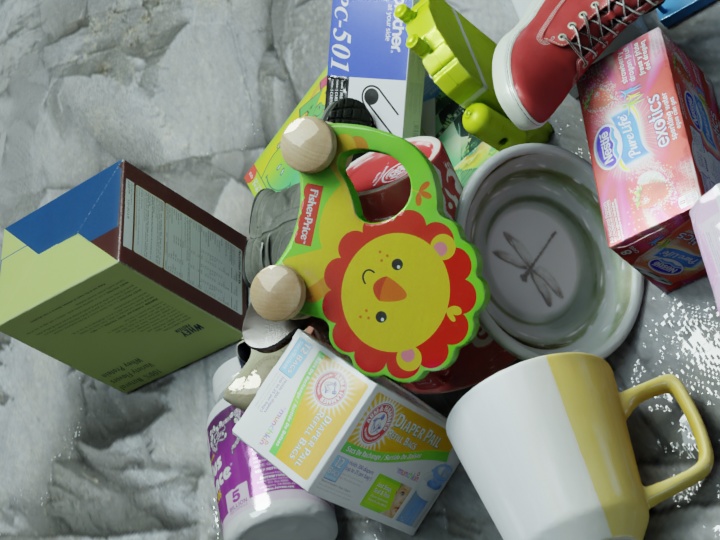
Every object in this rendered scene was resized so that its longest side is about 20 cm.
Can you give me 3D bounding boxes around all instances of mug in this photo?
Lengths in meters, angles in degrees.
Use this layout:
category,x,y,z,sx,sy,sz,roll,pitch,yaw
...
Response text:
category,x,y,z,sx,sy,sz,roll,pitch,yaw
mug,0.065,-0.002,1.353,0.133,0.201,0.178,-25,21,-4
mug,0.175,0.161,1.238,0.186,0.149,0.154,-39,52,28

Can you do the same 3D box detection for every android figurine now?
category,x,y,z,sx,sy,sz,roll,pitch,yaw
android figurine,0.107,-0.192,1.470,0.041,0.200,0.183,-39,47,24

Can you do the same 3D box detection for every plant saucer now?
category,x,y,z,sx,sy,sz,roll,pitch,yaw
plant saucer,0.156,-0.009,1.329,0.050,0.199,0.201,-23,48,58

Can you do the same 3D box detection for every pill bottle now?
category,x,y,z,sx,sy,sz,roll,pitch,yaw
pill bottle,-0.092,0.183,1.494,0.112,0.112,0.201,-35,46,22

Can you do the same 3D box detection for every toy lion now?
category,x,y,z,sx,sy,sz,roll,pitch,yaw
toy lion,0.016,-0.014,1.259,0.191,0.069,0.201,12,92,15

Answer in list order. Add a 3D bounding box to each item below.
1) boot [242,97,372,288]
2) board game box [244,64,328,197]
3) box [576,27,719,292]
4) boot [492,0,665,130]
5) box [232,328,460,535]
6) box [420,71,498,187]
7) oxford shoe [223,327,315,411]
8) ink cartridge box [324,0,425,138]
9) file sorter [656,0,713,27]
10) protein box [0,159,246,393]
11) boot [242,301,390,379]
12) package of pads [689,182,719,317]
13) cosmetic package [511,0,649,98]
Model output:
category,x,y,z,sx,sy,sz,roll,pitch,yaw
boot,-0.064,-0.076,1.526,0.130,0.067,0.201,6,81,50
board game box,-0.039,-0.140,1.646,0.200,0.047,0.102,-52,40,19
box,0.264,-0.097,1.338,0.095,0.100,0.201,-27,50,29
boot,0.201,-0.210,1.341,0.144,0.073,0.200,-21,28,38
box,-0.002,0.146,1.354,0.101,0.200,0.113,33,90,35
box,0.080,-0.129,1.579,0.144,0.036,0.200,-42,44,17
oxford shoe,-0.080,0.066,1.491,0.200,0.073,0.071,-71,-5,-55
ink cartridge box,0.014,-0.183,1.541,0.094,0.044,0.201,8,96,28
file sorter,0.303,-0.367,1.450,0.138,0.122,0.201,-28,50,29
protein box,-0.262,0.012,1.693,0.198,0.200,0.136,-25,50,30
boot,-0.031,0.077,1.416,0.064,0.201,0.187,14,45,28
package of pads,0.329,0.032,1.181,0.075,0.120,0.201,-31,48,26
cosmetic package,0.208,-0.280,1.525,0.101,0.074,0.201,-34,49,23
